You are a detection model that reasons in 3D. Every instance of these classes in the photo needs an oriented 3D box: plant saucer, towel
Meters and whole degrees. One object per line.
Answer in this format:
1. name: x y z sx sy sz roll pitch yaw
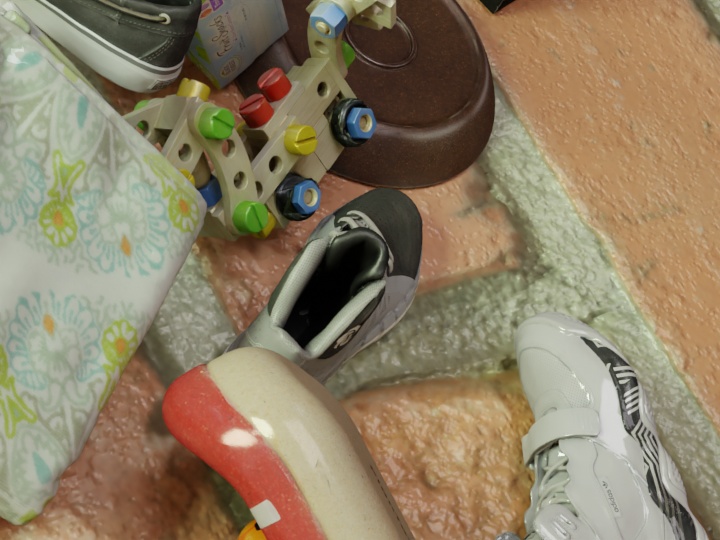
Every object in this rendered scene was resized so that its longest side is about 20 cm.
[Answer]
1. plant saucer: 0.007 -0.146 1.124 0.199 0.035 0.201 13 54 -19
2. towel: -0.170 -0.009 0.801 0.171 0.048 0.201 46 54 -28

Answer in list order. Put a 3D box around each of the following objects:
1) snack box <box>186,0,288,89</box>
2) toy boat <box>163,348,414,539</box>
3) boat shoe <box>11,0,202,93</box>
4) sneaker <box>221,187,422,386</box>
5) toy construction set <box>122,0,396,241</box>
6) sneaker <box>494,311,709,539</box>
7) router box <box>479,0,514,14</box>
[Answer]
1. snack box: -0.136 -0.221 1.006 0.068 0.169 0.200 -43 79 -6
2. toy boat: -0.045 0.143 0.842 0.130 0.131 0.201 -28 87 1
3. boat shoe: -0.167 -0.171 0.861 0.200 0.066 0.070 37 35 0
4. sneaker: 0.000 0.000 0.964 0.075 0.116 0.200 36 50 0
5. toy construction set: -0.055 -0.097 0.987 0.200 0.092 0.131 -46 125 -13
6. sneaker: 0.117 0.119 0.969 0.114 0.075 0.201 -12 68 -36
7. router box: 0.170 -0.286 1.222 0.052 0.157 0.200 47 49 9
